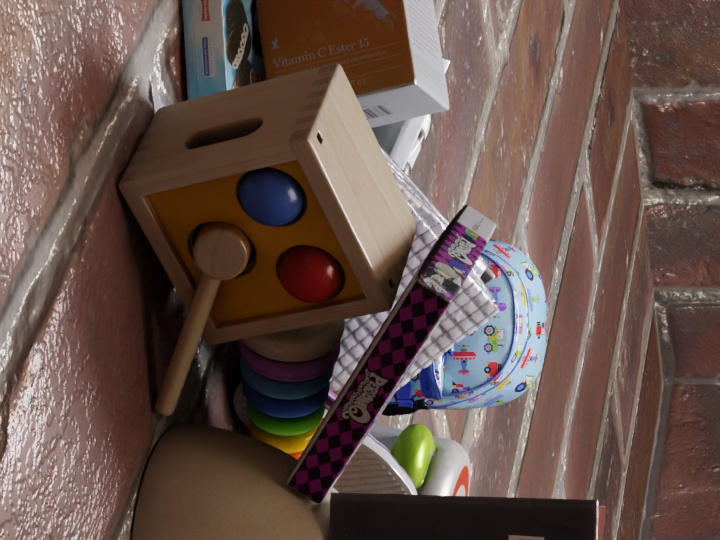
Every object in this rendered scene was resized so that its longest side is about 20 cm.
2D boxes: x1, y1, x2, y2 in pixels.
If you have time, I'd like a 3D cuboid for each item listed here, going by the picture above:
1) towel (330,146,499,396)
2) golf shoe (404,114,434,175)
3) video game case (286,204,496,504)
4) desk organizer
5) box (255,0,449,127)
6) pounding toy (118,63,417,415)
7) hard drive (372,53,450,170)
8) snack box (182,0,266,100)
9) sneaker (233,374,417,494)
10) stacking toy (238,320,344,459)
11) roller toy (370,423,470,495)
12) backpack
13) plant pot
[{"bbox_3d":[0.000,0.000,1.750,0.200,0.166,0.086,46,9,-34],"label":"towel"},{"bbox_3d":[0.022,-0.100,1.932,0.200,0.078,0.094,-63,166,3],"label":"golf shoe"},{"bbox_3d":[0.025,0.061,1.622,0.200,0.036,0.181,-58,178,23],"label":"video game case"},{"bbox_3d":[0.081,0.204,1.586,0.077,0.200,0.072,28,63,-75],"label":"desk organizer"},{"bbox_3d":[-0.012,-0.221,1.726,0.097,0.124,0.200,27,53,-69],"label":"box"},{"bbox_3d":[-0.083,-0.019,1.568,0.184,0.200,0.142,63,28,-30],"label":"pounding toy"},{"bbox_3d":[0.003,-0.112,1.829,0.200,0.027,0.132,-66,-149,14],"label":"hard drive"},{"bbox_3d":[-0.094,-0.175,1.738,0.200,0.037,0.116,-23,111,-73],"label":"snack box"},{"bbox_3d":[-0.016,0.138,1.822,0.201,0.073,0.114,47,20,-10],"label":"sneaker"},{"bbox_3d":[-0.061,0.113,1.704,0.085,0.085,0.200,-68,166,-53],"label":"stacking toy"},{"bbox_3d":[0.016,0.238,1.965,0.182,0.139,0.200,39,62,-77],"label":"roller toy"},{"bbox_3d":[0.074,0.051,2.049,0.135,0.200,0.183,11,81,-76],"label":"backpack"},{"bbox_3d":[-0.078,0.219,1.632,0.200,0.134,0.201,0,90,-74],"label":"plant pot"}]
